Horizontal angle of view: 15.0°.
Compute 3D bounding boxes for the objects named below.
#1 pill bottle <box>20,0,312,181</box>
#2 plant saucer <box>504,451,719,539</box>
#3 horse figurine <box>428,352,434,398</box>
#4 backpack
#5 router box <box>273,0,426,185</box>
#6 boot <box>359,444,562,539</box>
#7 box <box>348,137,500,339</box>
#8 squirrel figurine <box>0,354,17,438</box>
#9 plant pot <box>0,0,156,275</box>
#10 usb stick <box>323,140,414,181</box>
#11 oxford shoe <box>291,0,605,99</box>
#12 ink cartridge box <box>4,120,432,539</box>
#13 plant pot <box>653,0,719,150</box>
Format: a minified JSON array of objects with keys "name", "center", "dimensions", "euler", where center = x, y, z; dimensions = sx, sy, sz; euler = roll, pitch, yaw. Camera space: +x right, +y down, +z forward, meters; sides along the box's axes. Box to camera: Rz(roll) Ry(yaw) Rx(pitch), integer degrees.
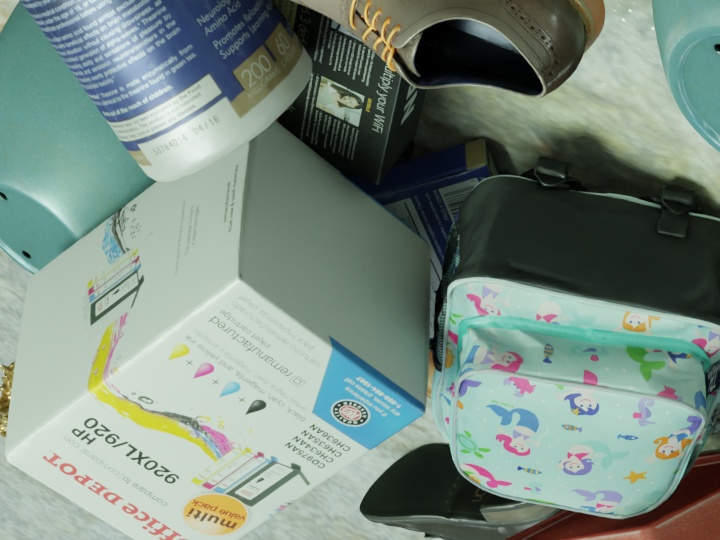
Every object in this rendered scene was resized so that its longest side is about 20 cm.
[{"name":"pill bottle","center":[-0.121,-0.156,1.441],"dimensions":[0.111,0.111,0.200],"euler":[-10,121,52]},{"name":"plant saucer","center":[0.179,0.147,1.618],"dimensions":[0.200,0.199,0.037],"euler":[-18,93,55]},{"name":"horse figurine","center":[0.013,0.019,1.732],"dimensions":[0.132,0.050,0.200],"euler":[30,149,14]},{"name":"backpack","center":[0.124,0.053,1.560],"dimensions":[0.176,0.151,0.200],"euler":[10,152,1]},{"name":"router box","center":[-0.032,-0.160,1.499],"dimensions":[0.157,0.052,0.201],"euler":[28,140,12]},{"name":"boot","center":[0.107,0.204,1.868],"dimensions":[0.199,0.069,0.175],"euler":[-2,132,45]},{"name":"box","center":[0.000,0.000,1.634],"dimensions":[0.199,0.033,0.122],"euler":[-17,128,12]},{"name":"squirrel figurine","center":[-0.142,0.072,1.794],"dimensions":[0.187,0.199,0.142],"euler":[34,155,59]},{"name":"plant pot","center":[-0.161,-0.067,1.671],"dimensions":[0.199,0.135,0.201],"euler":[27,150,17]},{"name":"usb stick","center":[-0.045,-0.026,1.657],"dimensions":[0.055,0.033,0.200],"euler":[16,134,-39]},{"name":"oxford shoe","center":[0.020,-0.138,1.382],"dimensions":[0.199,0.073,0.072],"euler":[15,138,20]},{"name":"ink cartridge box","center":[-0.080,0.043,1.550],"dimensions":[0.147,0.145,0.200],"euler":[36,125,-28]},{"name":"plant pot","center":[0.212,-0.119,1.241],"dimensions":[0.199,0.135,0.201],"euler":[27,149,18]}]
